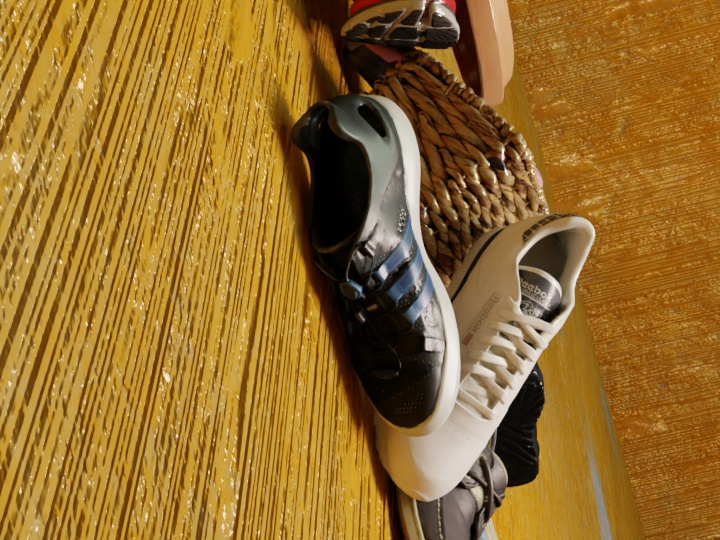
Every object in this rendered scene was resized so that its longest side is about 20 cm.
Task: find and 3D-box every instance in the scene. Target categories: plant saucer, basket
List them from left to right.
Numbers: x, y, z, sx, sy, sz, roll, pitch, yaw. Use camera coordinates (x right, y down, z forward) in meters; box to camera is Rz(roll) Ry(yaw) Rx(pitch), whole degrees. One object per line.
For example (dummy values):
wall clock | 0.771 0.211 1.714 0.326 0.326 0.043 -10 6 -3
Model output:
basket | 0.033 -0.033 1.316 0.143 0.149 0.200 44 -8 29
plant saucer | 0.074 -0.215 1.391 0.200 0.032 0.202 164 -90 -88

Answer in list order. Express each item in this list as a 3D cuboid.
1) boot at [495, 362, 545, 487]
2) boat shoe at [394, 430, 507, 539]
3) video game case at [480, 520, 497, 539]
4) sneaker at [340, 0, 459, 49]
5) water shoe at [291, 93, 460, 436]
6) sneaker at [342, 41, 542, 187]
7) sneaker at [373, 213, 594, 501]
boot | 0.106 0.058 1.568 0.201 0.076 0.169 75 10 -55
boat shoe | 0.060 0.130 1.233 0.200 0.064 0.074 -85 161 -59
video game case | 0.095 0.260 1.394 0.182 0.023 0.201 -83 157 -64
sneaker | 0.026 -0.192 1.296 0.200 0.076 0.086 -111 -156 -82
water shoe | 0.000 0.000 1.122 0.079 0.071 0.201 -8 86 -53
sneaker | 0.046 -0.095 1.439 0.200 0.095 0.079 42 11 -30
sneaker | 0.076 0.047 1.179 0.076 0.080 0.201 37 64 -21
